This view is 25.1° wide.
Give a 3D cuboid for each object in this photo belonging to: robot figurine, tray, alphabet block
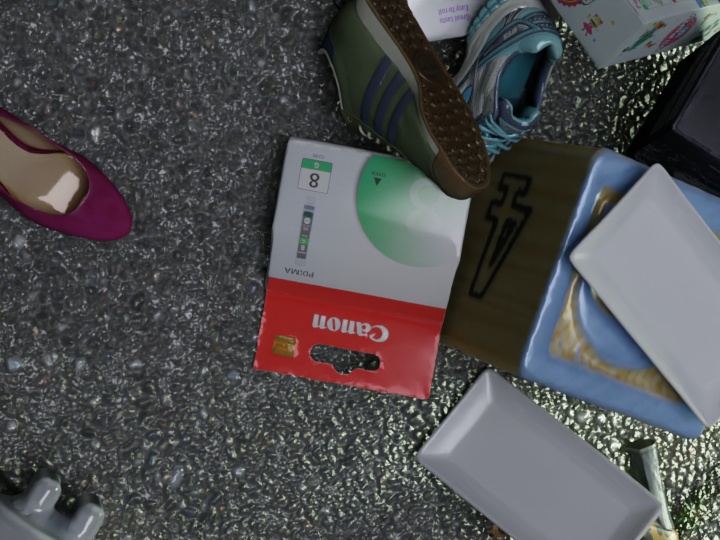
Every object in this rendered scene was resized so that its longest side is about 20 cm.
[{"bbox_3d":[-0.278,0.258,1.277,0.169,0.113,0.201,33,85,-7],"label":"robot figurine"},{"bbox_3d":[0.253,0.021,1.290,0.107,0.022,0.200,-45,110,-11],"label":"tray"},{"bbox_3d":[0.197,0.009,1.386,0.194,0.200,0.198,22,89,-22],"label":"alphabet block"},{"bbox_3d":[0.157,0.188,1.429,0.200,0.022,0.108,38,77,18],"label":"tray"}]

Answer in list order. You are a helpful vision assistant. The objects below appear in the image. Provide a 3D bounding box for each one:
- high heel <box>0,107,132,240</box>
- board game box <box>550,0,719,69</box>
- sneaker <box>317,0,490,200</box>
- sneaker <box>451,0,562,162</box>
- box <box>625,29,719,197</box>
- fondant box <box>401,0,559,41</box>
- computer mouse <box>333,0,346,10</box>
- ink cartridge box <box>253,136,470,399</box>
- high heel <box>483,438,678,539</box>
[{"bbox_3d":[-0.255,-0.077,1.248,0.199,0.096,0.068,30,86,-22],"label":"high heel"},{"bbox_3d":[0.234,-0.261,1.363,0.199,0.064,0.148,-19,72,-46],"label":"board game box"},{"bbox_3d":[0.030,-0.132,1.330,0.067,0.090,0.201,-10,69,-49],"label":"sneaker"},{"bbox_3d":[0.106,-0.134,1.362,0.077,0.087,0.201,6,123,-30],"label":"sneaker"},{"bbox_3d":[0.355,-0.103,1.403,0.196,0.200,0.118,32,85,0],"label":"box"},{"bbox_3d":[0.086,-0.303,1.374,0.143,0.058,0.202,-12,103,-20],"label":"fondant box"},{"bbox_3d":[-0.015,-0.311,1.350,0.058,0.034,0.202,-7,107,-9],"label":"computer mouse"},{"bbox_3d":[0.000,0.000,1.360,0.159,0.050,0.202,10,92,-1],"label":"ink cartridge box"},{"bbox_3d":[0.209,0.254,1.495,0.199,0.071,0.144,-18,102,-24],"label":"high heel"}]
